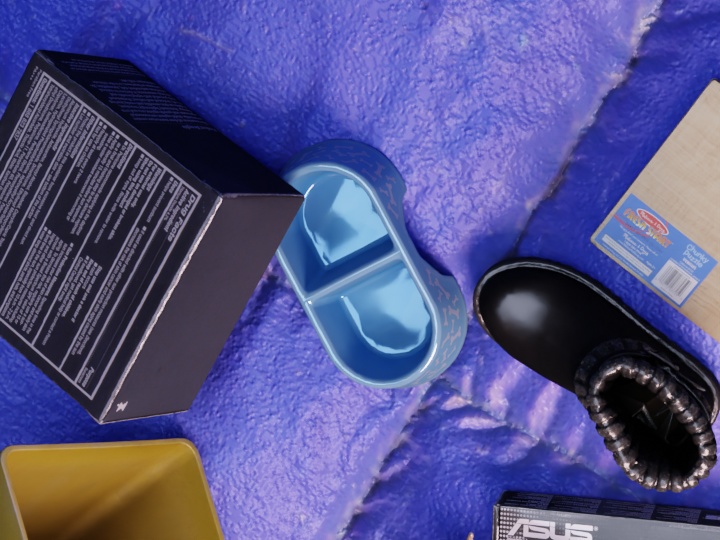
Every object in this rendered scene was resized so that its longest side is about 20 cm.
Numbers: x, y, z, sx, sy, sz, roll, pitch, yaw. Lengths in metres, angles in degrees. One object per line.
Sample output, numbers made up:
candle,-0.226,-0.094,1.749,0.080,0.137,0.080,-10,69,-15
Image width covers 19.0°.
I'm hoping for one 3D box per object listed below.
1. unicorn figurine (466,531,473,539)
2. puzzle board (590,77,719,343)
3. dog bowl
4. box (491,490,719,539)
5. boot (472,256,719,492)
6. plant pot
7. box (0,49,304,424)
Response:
unicorn figurine,0.031,0.283,1.634,0.137,0.074,0.200,2,98,20
puzzle board,0.287,-0.019,1.542,0.200,0.017,0.151,38,109,6
dog bowl,0.000,0.000,1.605,0.111,0.050,0.200,-27,93,18
box,0.196,0.269,1.606,0.200,0.048,0.193,5,105,14
boot,0.164,0.068,1.516,0.211,0.158,0.079,29,107,8
plant pot,-0.225,0.255,1.627,0.176,0.200,0.200,-31,69,35
box,-0.182,-0.025,1.588,0.198,0.123,0.200,38,109,25
